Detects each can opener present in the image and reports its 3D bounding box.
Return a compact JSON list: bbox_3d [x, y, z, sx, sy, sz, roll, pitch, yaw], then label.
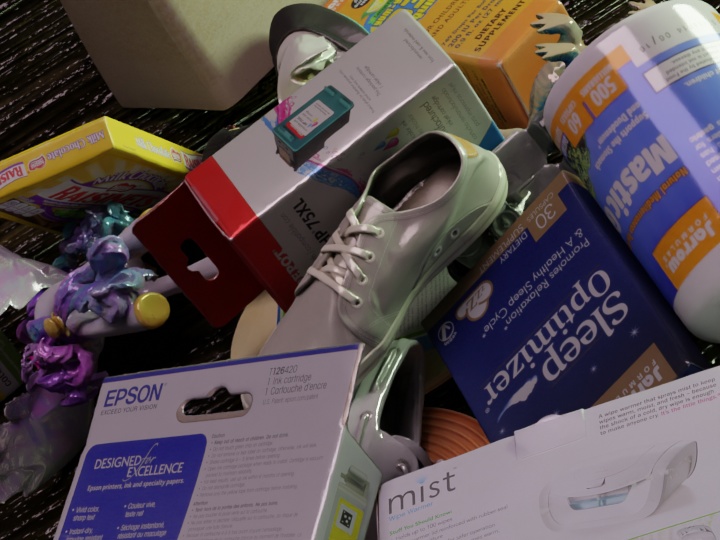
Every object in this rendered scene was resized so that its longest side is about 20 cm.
[{"bbox_3d":[0.121,-0.070,1.665,0.200,0.067,0.053,-41,77,-11],"label":"can opener"}]

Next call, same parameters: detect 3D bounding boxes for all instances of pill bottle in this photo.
[{"bbox_3d":[0.191,-0.034,1.521,0.112,0.112,0.200,-34,67,1],"label":"pill bottle"}]

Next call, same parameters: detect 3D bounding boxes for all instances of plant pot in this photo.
[{"bbox_3d":[-0.115,-0.241,1.985,0.200,0.177,0.200,-46,20,-16],"label":"plant pot"}]

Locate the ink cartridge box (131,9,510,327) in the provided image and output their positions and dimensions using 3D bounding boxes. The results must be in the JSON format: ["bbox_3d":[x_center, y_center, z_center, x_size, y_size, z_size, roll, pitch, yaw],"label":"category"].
[{"bbox_3d":[-0.016,-0.039,1.666,0.200,0.116,0.067,-38,46,0],"label":"ink cartridge box"}]

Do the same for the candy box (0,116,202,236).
[{"bbox_3d":[-0.159,-0.052,1.843,0.102,0.200,0.026,-25,75,16],"label":"candy box"}]

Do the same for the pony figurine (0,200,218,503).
[{"bbox_3d":[-0.174,0.027,1.785,0.200,0.167,0.193,-25,4,45],"label":"pony figurine"}]

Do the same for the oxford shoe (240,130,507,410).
[{"bbox_3d":[0.000,0.000,1.593,0.200,0.058,0.075,-49,46,-10],"label":"oxford shoe"}]

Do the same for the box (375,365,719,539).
[{"bbox_3d":[0.114,0.162,1.407,0.200,0.097,0.177,-22,42,19],"label":"box"}]

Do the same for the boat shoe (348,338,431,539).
[{"bbox_3d":[0.005,0.110,1.564,0.065,0.074,0.200,-15,46,17],"label":"boat shoe"}]

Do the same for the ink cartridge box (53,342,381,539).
[{"bbox_3d":[-0.082,0.143,1.504,0.197,0.047,0.200,-8,54,42],"label":"ink cartridge box"}]

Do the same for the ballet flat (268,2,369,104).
[{"bbox_3d":[-0.005,-0.113,1.827,0.068,0.068,0.200,-17,37,-42],"label":"ballet flat"}]

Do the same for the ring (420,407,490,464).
[{"bbox_3d":[-0.001,0.155,1.596,0.200,0.019,0.201,-23,35,17],"label":"ring"}]

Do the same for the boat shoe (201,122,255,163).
[{"bbox_3d":[-0.062,-0.056,1.797,0.063,0.074,0.201,-19,7,1],"label":"boat shoe"}]

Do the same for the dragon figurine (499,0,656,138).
[{"bbox_3d":[0.155,-0.103,1.737,0.200,0.100,0.059,-9,36,2],"label":"dragon figurine"}]

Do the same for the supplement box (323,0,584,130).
[{"bbox_3d":[0.054,-0.139,1.859,0.067,0.069,0.200,-47,34,-22],"label":"supplement box"}]

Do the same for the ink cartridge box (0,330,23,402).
[{"bbox_3d":[-0.333,0.068,1.862,0.200,0.148,0.076,-40,36,-6],"label":"ink cartridge box"}]

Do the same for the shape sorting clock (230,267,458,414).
[{"bbox_3d":[0.014,0.020,1.725,0.200,0.039,0.200,-18,35,13],"label":"shape sorting clock"}]

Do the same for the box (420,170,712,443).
[{"bbox_3d":[0.114,0.052,1.550,0.121,0.032,0.200,-47,43,17],"label":"box"}]
